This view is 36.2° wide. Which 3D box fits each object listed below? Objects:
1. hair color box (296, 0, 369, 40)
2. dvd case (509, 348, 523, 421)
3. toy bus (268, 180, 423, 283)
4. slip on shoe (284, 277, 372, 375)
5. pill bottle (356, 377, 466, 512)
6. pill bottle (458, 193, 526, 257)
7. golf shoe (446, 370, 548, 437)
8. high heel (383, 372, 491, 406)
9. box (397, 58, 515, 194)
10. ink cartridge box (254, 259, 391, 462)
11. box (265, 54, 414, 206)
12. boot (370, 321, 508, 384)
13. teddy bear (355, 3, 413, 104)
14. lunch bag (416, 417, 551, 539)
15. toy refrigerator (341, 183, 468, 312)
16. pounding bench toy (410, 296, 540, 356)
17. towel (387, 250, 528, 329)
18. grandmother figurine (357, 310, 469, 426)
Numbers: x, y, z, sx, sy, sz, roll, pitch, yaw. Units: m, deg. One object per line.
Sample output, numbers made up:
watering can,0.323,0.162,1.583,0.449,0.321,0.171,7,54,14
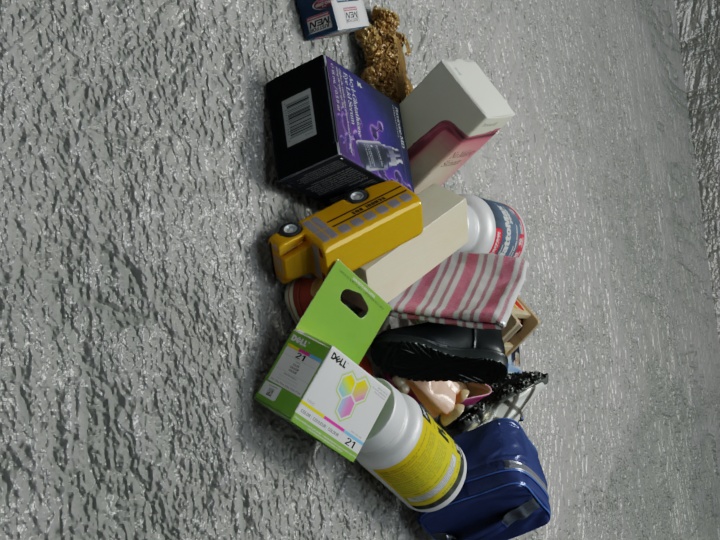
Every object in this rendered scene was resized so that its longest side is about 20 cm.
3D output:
hair color box,-0.057,-0.438,1.572,0.100,0.060,0.204,-27,104,-58
dvd case,0.233,0.147,1.847,0.142,0.017,0.204,19,66,-55
toy bus,-0.019,-0.044,1.415,0.198,0.078,0.066,-28,134,-26
slip on shoe,-0.030,0.087,1.461,0.201,0.060,0.075,59,35,-32
pill bottle,0.055,0.238,1.504,0.200,0.113,0.116,48,43,-42
pill bottle,0.181,-0.061,1.800,0.199,0.118,0.122,7,75,-57
golf shoe,0.224,0.229,1.740,0.198,0.077,0.096,-28,105,-23
high heel,0.114,0.171,1.639,0.199,0.095,0.069,30,57,-52
box,0.109,-0.201,1.617,0.110,0.200,0.127,52,28,10
ink cartridge box,-0.021,0.112,1.375,0.148,0.075,0.202,40,76,-46
box,-0.025,-0.174,1.488,0.199,0.103,0.151,20,56,-55
boot,0.111,0.069,1.536,0.077,0.196,0.170,103,-8,-46
teddy bear,0.036,-0.321,1.703,0.145,0.066,0.204,44,39,-57
lunch bag,0.169,0.325,1.598,0.136,0.198,0.134,49,24,-36
toy refrigerator,0.057,-0.033,1.504,0.199,0.069,0.077,-37,136,-30
pounding bench toy,0.158,0.050,1.708,0.201,0.124,0.155,49,16,18
towel,0.121,0.018,1.509,0.147,0.196,0.030,-61,151,-48
grandmother figurine,0.068,0.132,1.565,0.200,0.060,0.122,46,26,-11
